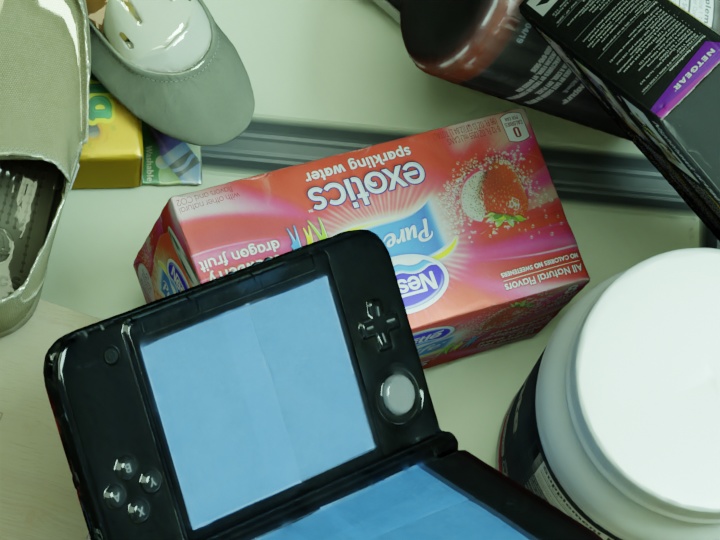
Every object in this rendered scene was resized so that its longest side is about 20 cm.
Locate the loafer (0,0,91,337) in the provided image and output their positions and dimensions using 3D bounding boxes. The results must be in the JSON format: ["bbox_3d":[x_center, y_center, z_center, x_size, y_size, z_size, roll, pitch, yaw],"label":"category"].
[{"bbox_3d":[-0.166,-0.065,1.240,0.075,0.068,0.201,4,92,-16],"label":"loafer"}]

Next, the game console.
[{"bbox_3d":[-0.012,0.081,1.117,0.200,0.119,0.173,-21,98,-40],"label":"game console"}]

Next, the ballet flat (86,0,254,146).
[{"bbox_3d":[-0.126,-0.147,1.288,0.067,0.064,0.200,-37,80,-15],"label":"ballet flat"}]

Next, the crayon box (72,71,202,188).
[{"bbox_3d":[-0.183,-0.108,1.331,0.199,0.052,0.126,-2,73,-7],"label":"crayon box"}]

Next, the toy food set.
[{"bbox_3d":[-0.187,0.086,1.274,0.200,0.060,0.144,18,61,-2],"label":"toy food set"}]

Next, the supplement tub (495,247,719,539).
[{"bbox_3d":[0.146,0.077,1.229,0.140,0.200,0.141,2,72,-6],"label":"supplement tub"}]

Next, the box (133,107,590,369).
[{"bbox_3d":[0.000,0.000,1.276,0.200,0.095,0.100,-15,75,-22],"label":"box"}]

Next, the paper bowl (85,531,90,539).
[{"bbox_3d":[-0.043,0.164,1.211,0.200,0.104,0.201,13,65,-32],"label":"paper bowl"}]

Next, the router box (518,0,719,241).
[{"bbox_3d":[0.175,-0.053,1.204,0.051,0.149,0.200,-44,124,2],"label":"router box"}]

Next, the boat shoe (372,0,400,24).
[{"bbox_3d":[0.052,-0.160,1.364,0.200,0.060,0.074,37,66,3],"label":"boat shoe"}]

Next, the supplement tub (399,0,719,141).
[{"bbox_3d":[0.126,-0.124,1.300,0.200,0.107,0.107,16,70,-29],"label":"supplement tub"}]
